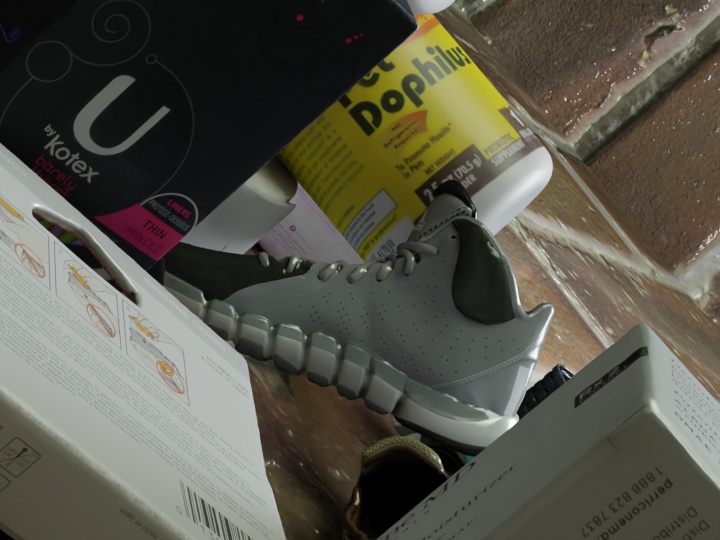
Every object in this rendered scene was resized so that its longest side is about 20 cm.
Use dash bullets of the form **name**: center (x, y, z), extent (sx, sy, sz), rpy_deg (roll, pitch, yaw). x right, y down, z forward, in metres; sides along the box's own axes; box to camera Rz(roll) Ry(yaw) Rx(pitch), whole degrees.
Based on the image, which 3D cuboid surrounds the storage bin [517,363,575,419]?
- **storage bin**: center (0.152, 0.165, 1.264), extent (0.200, 0.094, 0.135), rpy_deg (40, 15, -34)

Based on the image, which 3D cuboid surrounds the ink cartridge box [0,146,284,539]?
- **ink cartridge box**: center (-0.110, 0.037, 0.800), extent (0.200, 0.045, 0.176), rpy_deg (43, 14, -29)

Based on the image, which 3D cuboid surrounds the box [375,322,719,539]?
- **box**: center (0.095, 0.164, 0.805), extent (0.200, 0.199, 0.131), rpy_deg (48, 11, -3)

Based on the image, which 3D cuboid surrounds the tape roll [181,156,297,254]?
- **tape roll**: center (-0.123, -0.088, 1.114), extent (0.202, 0.071, 0.203), rpy_deg (47, 12, -13)

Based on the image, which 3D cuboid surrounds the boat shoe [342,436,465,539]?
- **boat shoe**: center (0.027, 0.108, 0.979), extent (0.202, 0.074, 0.075), rpy_deg (-85, 170, -74)

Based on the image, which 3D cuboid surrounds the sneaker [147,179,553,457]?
- **sneaker**: center (0.000, 0.000, 1.048), extent (0.199, 0.116, 0.075), rpy_deg (25, 1, -3)

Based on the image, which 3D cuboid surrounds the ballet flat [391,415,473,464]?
- **ballet flat**: center (0.050, 0.088, 1.163), extent (0.068, 0.068, 0.200), rpy_deg (53, 25, -29)

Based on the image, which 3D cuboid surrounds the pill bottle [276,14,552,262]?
- **pill bottle**: center (-0.001, -0.093, 1.129), extent (0.200, 0.109, 0.109), rpy_deg (50, 12, 5)

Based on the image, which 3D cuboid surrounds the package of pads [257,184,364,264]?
- **package of pads**: center (-0.009, -0.025, 1.315), extent (0.200, 0.076, 0.121), rpy_deg (47, 15, -11)

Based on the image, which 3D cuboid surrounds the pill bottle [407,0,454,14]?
- **pill bottle**: center (-0.048, -0.187, 1.036), extent (0.199, 0.115, 0.114), rpy_deg (9, -3, 22)

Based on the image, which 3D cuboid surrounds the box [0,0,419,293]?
- **box**: center (-0.097, -0.094, 0.908), extent (0.122, 0.200, 0.106), rpy_deg (38, 16, -40)
